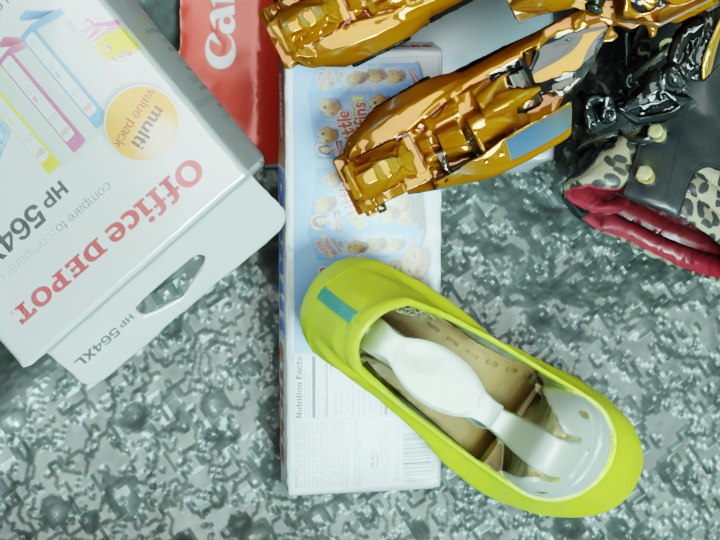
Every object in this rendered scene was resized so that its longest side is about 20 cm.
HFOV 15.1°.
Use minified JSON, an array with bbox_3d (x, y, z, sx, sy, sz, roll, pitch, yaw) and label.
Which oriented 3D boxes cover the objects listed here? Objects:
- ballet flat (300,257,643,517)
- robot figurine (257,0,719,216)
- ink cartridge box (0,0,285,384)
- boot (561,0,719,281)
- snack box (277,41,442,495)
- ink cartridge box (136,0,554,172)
[{"bbox_3d":[0.058,0.062,1.194,0.199,0.067,0.067,34,89,-27],"label":"ballet flat"},{"bbox_3d":[0.066,-0.110,1.152,0.199,0.058,0.146,-28,93,1],"label":"robot figurine"},{"bbox_3d":[-0.136,-0.060,1.160,0.128,0.125,0.200,-41,92,4],"label":"ink cartridge box"},{"bbox_3d":[0.128,-0.100,1.221,0.199,0.073,0.151,32,70,-29],"label":"boot"},{"bbox_3d":[0.000,0.000,1.212,0.071,0.024,0.202,-2,103,-9],"label":"snack box"},{"bbox_3d":[-0.011,-0.128,1.240,0.198,0.047,0.161,1,84,-11],"label":"ink cartridge box"}]
